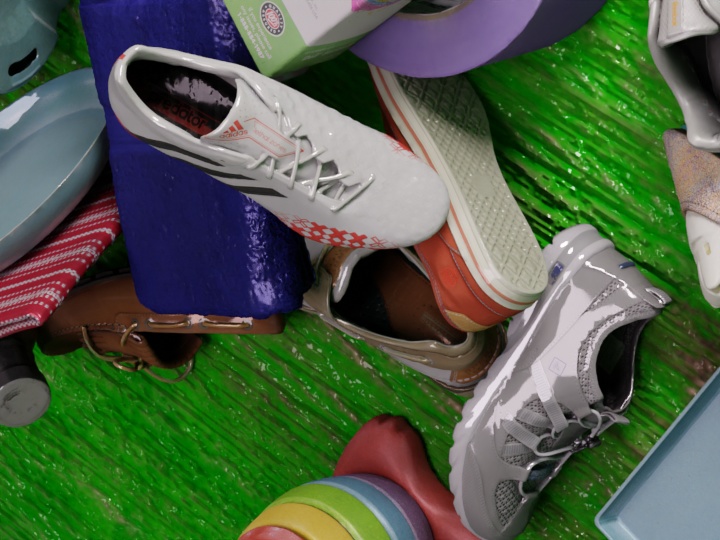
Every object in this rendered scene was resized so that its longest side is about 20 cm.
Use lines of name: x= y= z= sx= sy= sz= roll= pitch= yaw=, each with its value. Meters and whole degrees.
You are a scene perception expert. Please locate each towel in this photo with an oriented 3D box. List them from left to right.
towel: x=-0.194 y=-0.011 z=1.647 sx=0.144 sy=0.200 sz=0.023 roll=-17 pitch=115 yaw=38
towel: x=-0.093 y=-0.074 z=1.545 sx=0.147 sy=0.049 sz=0.202 roll=3 pitch=106 yaw=50

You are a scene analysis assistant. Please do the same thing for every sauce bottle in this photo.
sauce bottle: x=-0.246 y=0.022 z=1.725 sx=0.200 sy=0.066 sz=0.066 roll=59 pitch=136 yaw=48

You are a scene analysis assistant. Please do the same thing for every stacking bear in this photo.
stacking bear: x=-0.030 y=0.181 z=1.566 sx=0.122 sy=0.200 sz=0.114 roll=49 pitch=126 yaw=16

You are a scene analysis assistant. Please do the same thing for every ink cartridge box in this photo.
ink cartridge box: x=0.004 y=-0.203 z=1.409 sx=0.200 sy=0.067 sz=0.118 roll=-33 pitch=81 yaw=40

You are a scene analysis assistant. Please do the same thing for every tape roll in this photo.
tape roll: x=0.051 y=-0.212 z=1.468 sx=0.199 sy=0.085 sz=0.202 roll=11 pitch=109 yaw=34

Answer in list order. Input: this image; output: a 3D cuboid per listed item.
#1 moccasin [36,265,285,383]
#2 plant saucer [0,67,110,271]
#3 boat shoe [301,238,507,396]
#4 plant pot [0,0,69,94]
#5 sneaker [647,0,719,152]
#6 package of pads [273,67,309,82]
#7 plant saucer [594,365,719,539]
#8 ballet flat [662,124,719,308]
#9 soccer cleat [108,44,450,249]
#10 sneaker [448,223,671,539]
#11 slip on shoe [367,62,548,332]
moccasin: x=-0.127 y=0.033 z=1.688 sx=0.200 sy=0.073 sz=0.078 roll=-12 pitch=88 yaw=32
plant saucer: x=-0.224 y=-0.050 z=1.675 sx=0.199 sy=0.201 sz=0.027 roll=-19 pitch=122 yaw=39
boat shoe: x=0.000 y=0.000 z=1.562 sx=0.199 sy=0.068 sz=0.075 roll=29 pitch=83 yaw=21
plant pot: x=-0.302 y=-0.194 z=1.688 sx=0.195 sy=0.200 sz=0.202 roll=10 pitch=109 yaw=27
sneaker: x=0.179 y=-0.155 z=1.379 sx=0.075 sy=0.092 sz=0.201 roll=-19 pitch=91 yaw=39
package of pads: x=-0.114 y=-0.192 z=1.606 sx=0.120 sy=0.075 sz=0.201 roll=-15 pitch=93 yaw=41
plant saucer: x=0.208 y=0.099 z=1.477 sx=0.070 sy=0.019 sz=0.200 roll=47 pitch=125 yaw=18
ballet flat: x=0.220 y=0.003 z=1.395 sx=0.200 sy=0.068 sz=0.067 roll=40 pitch=85 yaw=20
soccer cleat: x=-0.046 y=-0.067 z=1.428 sx=0.199 sy=0.085 sz=0.069 roll=26 pitch=83 yaw=5
sneaker: x=0.111 y=0.078 z=1.507 sx=0.082 sy=0.075 sz=0.201 roll=34 pitch=120 yaw=28
slip on shoe: x=0.043 y=-0.053 z=1.500 sx=0.061 sy=0.074 sz=0.201 roll=-43 pitch=56 yaw=35
